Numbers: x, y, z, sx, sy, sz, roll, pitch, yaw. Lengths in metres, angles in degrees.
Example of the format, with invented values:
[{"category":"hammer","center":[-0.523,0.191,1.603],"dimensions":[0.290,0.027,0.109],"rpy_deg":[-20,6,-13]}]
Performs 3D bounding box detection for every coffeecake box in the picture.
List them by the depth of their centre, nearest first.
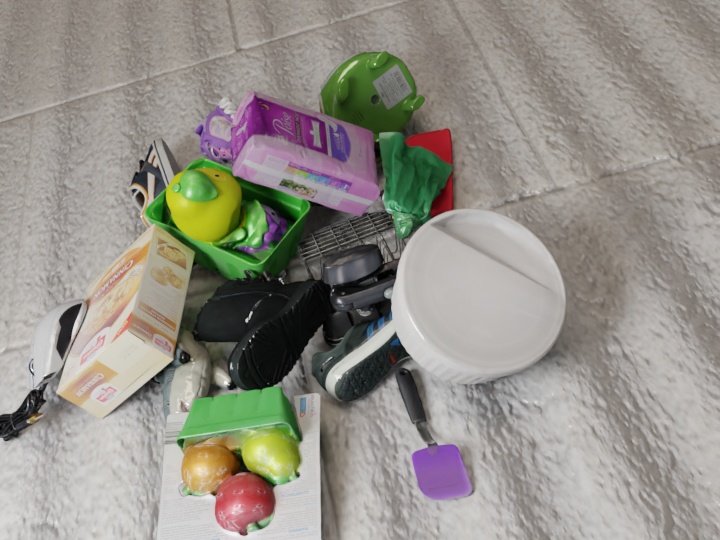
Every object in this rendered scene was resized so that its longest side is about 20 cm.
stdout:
[{"category":"coffeecake box","center":[-0.296,0.063,1.383],"dimensions":[0.153,0.073,0.200],"rpy_deg":[-38,31,29]}]

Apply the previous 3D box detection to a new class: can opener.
[{"category":"can opener","center":[0.053,0.003,1.320],"dimensions":[0.199,0.079,0.064],"rpy_deg":[-14,47,-13]}]

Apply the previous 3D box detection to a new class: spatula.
[{"category":"spatula","center":[0.070,0.177,1.215],"dimensions":[0.056,0.021,0.200],"rpy_deg":[-9,36,-10]}]

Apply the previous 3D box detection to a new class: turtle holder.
[{"category":"turtle holder","center":[-0.004,-0.247,1.664],"dimensions":[0.186,0.141,0.132],"rpy_deg":[-65,27,0]}]

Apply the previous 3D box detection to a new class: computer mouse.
[{"category":"computer mouse","center":[-0.407,0.114,1.382],"dimensions":[0.110,0.044,0.201],"rpy_deg":[-33,34,45]}]

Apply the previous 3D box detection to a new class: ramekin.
[{"category":"ramekin","center":[0.127,0.037,1.245],"dimensions":[0.201,0.094,0.203],"rpy_deg":[6,65,-13]}]

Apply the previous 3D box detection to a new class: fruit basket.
[{"category":"fruit basket","center":[-0.130,0.233,1.191],"dimensions":[0.184,0.094,0.201],"rpy_deg":[-10,56,8]},{"category":"fruit basket","center":[-0.186,-0.084,1.447],"dimensions":[0.215,0.216,0.156],"rpy_deg":[15,50,32]}]

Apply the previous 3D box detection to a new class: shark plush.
[{"category":"shark plush","center":[-0.243,0.113,1.370],"dimensions":[0.083,0.091,0.200],"rpy_deg":[-50,47,7]}]

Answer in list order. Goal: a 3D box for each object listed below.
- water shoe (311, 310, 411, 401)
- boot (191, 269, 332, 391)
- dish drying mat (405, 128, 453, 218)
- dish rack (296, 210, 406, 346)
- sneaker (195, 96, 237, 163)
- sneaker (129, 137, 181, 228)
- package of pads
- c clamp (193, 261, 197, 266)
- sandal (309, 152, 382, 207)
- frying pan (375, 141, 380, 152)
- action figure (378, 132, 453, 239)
[{"category":"water shoe","center":[0.027,0.074,1.312],"dimensions":[0.200,0.072,0.079],"rpy_deg":[-34,40,-20]},{"category":"boot","center":[-0.140,0.071,1.324],"dimensions":[0.162,0.074,0.198],"rpy_deg":[0,35,38]},{"category":"dish drying mat","center":[0.097,-0.136,1.573],"dimensions":[0.076,0.018,0.200],"rpy_deg":[-8,41,11]},{"category":"dish rack","center":[0.000,0.000,1.423],"dimensions":[0.153,0.055,0.200],"rpy_deg":[-19,38,-5]},{"category":"sneaker","center":[-0.206,-0.201,1.714],"dimensions":[0.088,0.081,0.200],"rpy_deg":[-32,37,-8]},{"category":"sneaker","center":[-0.316,-0.136,1.670],"dimensions":[0.079,0.079,0.200],"rpy_deg":[-27,34,1]},{"category":"package of pads","center":[-0.073,-0.158,1.460],"dimensions":[0.199,0.076,0.121],"rpy_deg":[16,43,-24]},{"category":"c clamp","center":[-0.224,-0.047,1.574],"dimensions":[0.200,0.027,0.171],"rpy_deg":[-35,43,-21]},{"category":"sandal","center":[-0.030,-0.123,1.578],"dimensions":[0.080,0.058,0.201],"rpy_deg":[18,36,42]},{"category":"frying pan","center":[-0.054,-0.187,1.580],"dimensions":[0.189,0.031,0.115],"rpy_deg":[-16,56,-28]},{"category":"action figure","center":[0.066,-0.107,1.474],"dimensions":[0.118,0.055,0.200],"rpy_deg":[20,35,-6]}]
